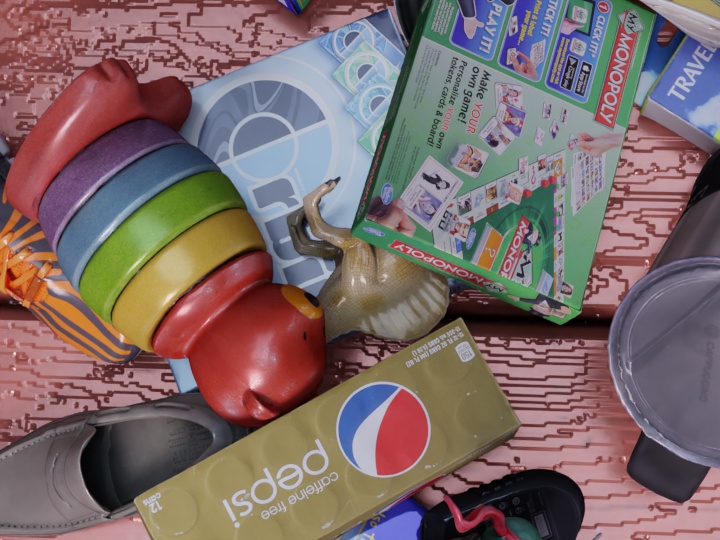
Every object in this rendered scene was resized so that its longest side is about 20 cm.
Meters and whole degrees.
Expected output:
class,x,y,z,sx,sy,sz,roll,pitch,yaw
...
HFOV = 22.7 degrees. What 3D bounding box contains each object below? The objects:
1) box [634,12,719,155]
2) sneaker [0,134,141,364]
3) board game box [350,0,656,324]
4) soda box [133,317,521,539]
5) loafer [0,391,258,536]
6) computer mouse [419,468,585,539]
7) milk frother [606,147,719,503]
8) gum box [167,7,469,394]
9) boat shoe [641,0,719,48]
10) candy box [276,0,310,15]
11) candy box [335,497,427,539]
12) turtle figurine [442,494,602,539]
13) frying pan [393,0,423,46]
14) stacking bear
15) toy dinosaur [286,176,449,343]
class,x,y,z,sx,sy,sz,roll,pitch,yaw
box,0.261,-0.106,1.055,0.199,0.048,0.122,33,87,7
sneaker,-0.219,-0.007,1.044,0.200,0.112,0.078,41,121,14
board game box,0.084,-0.086,1.019,0.134,0.029,0.201,23,66,-12
soda box,-0.017,0.106,0.960,0.199,0.064,0.068,-29,80,-4
loafer,-0.151,0.112,1.038,0.199,0.070,0.070,-20,83,21
computer mouse,0.027,0.156,0.964,0.199,0.034,0.059,-19,108,-7
milk frother,0.249,0.044,0.958,0.199,0.188,0.182,12,119,20
gum box,-0.043,-0.039,1.074,0.199,0.045,0.171,-21,83,1
boat shoe,0.144,-0.192,1.010,0.200,0.070,0.071,36,96,5
candy box,-0.048,-0.289,1.086,0.169,0.077,0.200,37,89,9
candy box,-0.002,0.214,1.019,0.200,0.077,0.169,39,85,8
turtle figurine,0.046,0.193,0.912,0.200,0.150,0.101,-43,59,3
frying pan,0.094,-0.132,1.078,0.115,0.031,0.191,-33,97,-9
stacking bear,-0.094,-0.002,0.986,0.114,0.121,0.200,-44,76,12
toy dinosaur,0.000,0.000,1.016,0.199,0.058,0.101,-33,86,1
